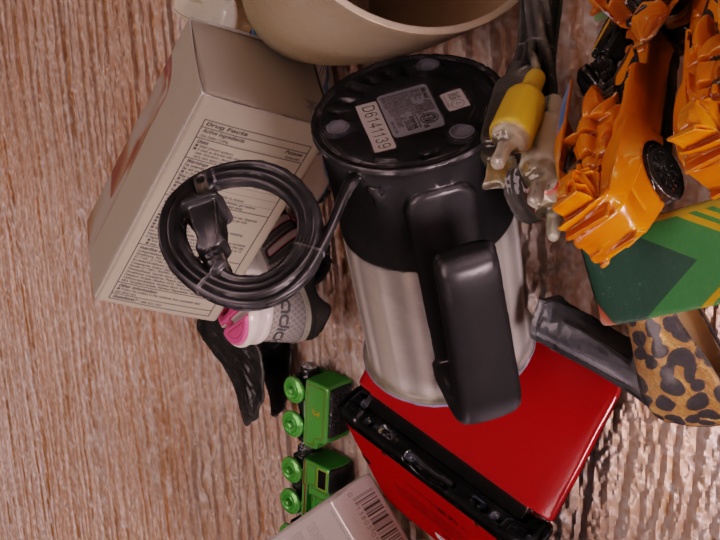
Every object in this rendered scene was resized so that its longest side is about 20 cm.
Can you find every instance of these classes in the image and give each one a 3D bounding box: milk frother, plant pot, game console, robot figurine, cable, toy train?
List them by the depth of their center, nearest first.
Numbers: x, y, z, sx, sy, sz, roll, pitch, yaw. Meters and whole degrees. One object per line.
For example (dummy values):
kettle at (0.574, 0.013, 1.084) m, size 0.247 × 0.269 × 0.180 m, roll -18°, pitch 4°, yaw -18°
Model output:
robot figurine at (0.152, -0.103, 0.706) m, size 0.145 × 0.058 × 0.201 m, roll -31°, pitch 33°, yaw 39°
cable at (0.106, -0.107, 0.790) m, size 0.050 × 0.097 × 0.201 m, roll -2°, pitch 56°, yaw 32°
milk frother at (0.000, 0.000, 0.866) m, size 0.181 × 0.198 × 0.189 m, roll -84°, pitch -15°, yaw -50°
plant pot at (-0.003, -0.207, 0.912) m, size 0.200 × 0.186 × 0.189 m, roll -28°, pitch 78°, yaw 68°
game console at (0.092, 0.121, 0.996) m, size 0.200 × 0.119 × 0.173 m, roll 33°, pitch 156°, yaw 44°
toy train at (-0.034, 0.171, 1.165) m, size 0.056 × 0.042 × 0.201 m, roll 19°, pitch 116°, yaw 38°

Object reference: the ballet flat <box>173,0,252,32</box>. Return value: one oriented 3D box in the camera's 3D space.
ballet flat at (-0.124, -0.235, 1.129) m, size 0.201 × 0.072 × 0.068 m, roll 61°, pitch 141°, yaw 20°

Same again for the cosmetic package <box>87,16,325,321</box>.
cosmetic package at (-0.112, -0.067, 1.021) m, size 0.200 × 0.103 × 0.088 m, roll -54°, pitch 36°, yaw 35°

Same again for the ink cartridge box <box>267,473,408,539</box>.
ink cartridge box at (-0.012, 0.267, 1.138) m, size 0.162 × 0.050 × 0.200 m, roll 58°, pitch 143°, yaw 8°

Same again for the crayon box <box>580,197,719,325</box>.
crayon box at (0.219, -0.023, 0.688) m, size 0.200 × 0.126 × 0.051 m, roll -18°, pitch 87°, yaw 54°

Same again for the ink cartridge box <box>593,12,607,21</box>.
ink cartridge box at (0.144, -0.251, 0.788) m, size 0.145 × 0.048 × 0.202 m, roll -11°, pitch 89°, yaw 53°

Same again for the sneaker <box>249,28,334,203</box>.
sneaker at (-0.052, -0.144, 1.063) m, size 0.072 × 0.072 × 0.201 m, roll 22°, pitch 119°, yaw 46°

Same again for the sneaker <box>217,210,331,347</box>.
sneaker at (-0.069, -0.019, 1.126) m, size 0.074 × 0.087 × 0.201 m, roll -56°, pitch 34°, yaw 38°

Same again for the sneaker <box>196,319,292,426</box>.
sneaker at (-0.111, 0.020, 1.200) m, size 0.200 × 0.060 × 0.104 m, roll 54°, pitch 134°, yaw 23°

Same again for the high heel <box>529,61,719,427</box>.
high heel at (0.179, -0.016, 0.808) m, size 0.142 × 0.071 × 0.201 m, roll 29°, pitch 121°, yaw 33°
